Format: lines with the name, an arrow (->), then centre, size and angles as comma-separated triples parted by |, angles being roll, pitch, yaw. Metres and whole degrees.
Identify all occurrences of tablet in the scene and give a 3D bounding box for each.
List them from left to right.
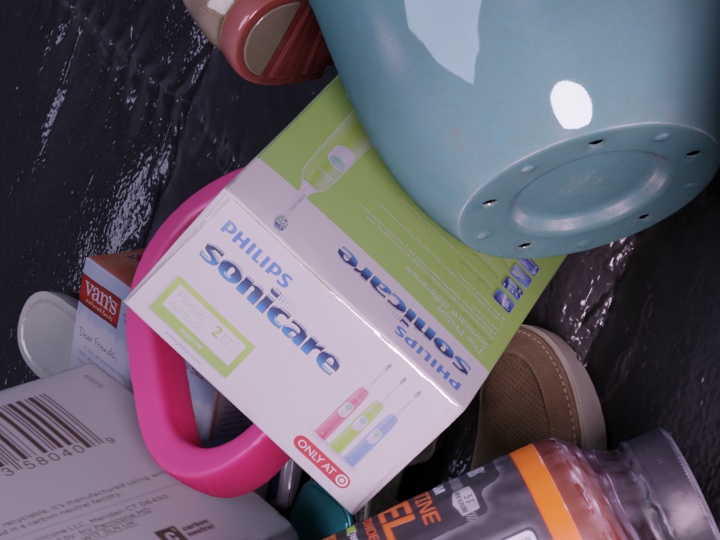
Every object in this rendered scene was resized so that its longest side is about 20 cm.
tablet -> -0.028, 0.034, 1.497 | 0.130, 0.014, 0.200 | 129, 151, -82

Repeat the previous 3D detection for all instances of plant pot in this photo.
plant pot -> 0.084, -0.103, 1.239 | 0.201, 0.200, 0.161 | -42, 56, 45

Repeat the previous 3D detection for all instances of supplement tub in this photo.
supplement tub -> 0.057, 0.141, 1.180 | 0.107, 0.200, 0.107 | 155, 90, -88

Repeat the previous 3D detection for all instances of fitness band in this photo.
fitness band -> -0.062, 0.026, 1.404 | 0.144, 0.037, 0.200 | -37, 41, 23

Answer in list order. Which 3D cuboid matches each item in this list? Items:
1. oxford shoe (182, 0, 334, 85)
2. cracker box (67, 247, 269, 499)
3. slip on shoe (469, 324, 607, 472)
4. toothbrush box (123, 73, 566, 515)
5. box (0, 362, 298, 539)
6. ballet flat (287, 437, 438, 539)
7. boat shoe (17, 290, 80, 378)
oxford shoe -> -0.004, -0.141, 1.382 | 0.075, 0.200, 0.070 | 43, 120, 35
cracker box -> -0.113, 0.104, 1.545 | 0.134, 0.058, 0.200 | 34, 122, 41
slip on shoe -> 0.074, 0.113, 1.288 | 0.076, 0.061, 0.200 | -36, 49, 49
toothbrush box -> 0.000, 0.000, 1.279 | 0.086, 0.146, 0.200 | -46, 3, 28
box -> -0.172, 0.185, 1.421 | 0.200, 0.199, 0.171 | 35, 130, 40
ballet flat -> 0.007, 0.111, 1.407 | 0.067, 0.062, 0.200 | 44, 123, 52
boat shoe -> -0.130, 0.074, 1.646 | 0.200, 0.060, 0.074 | 33, 113, 38
